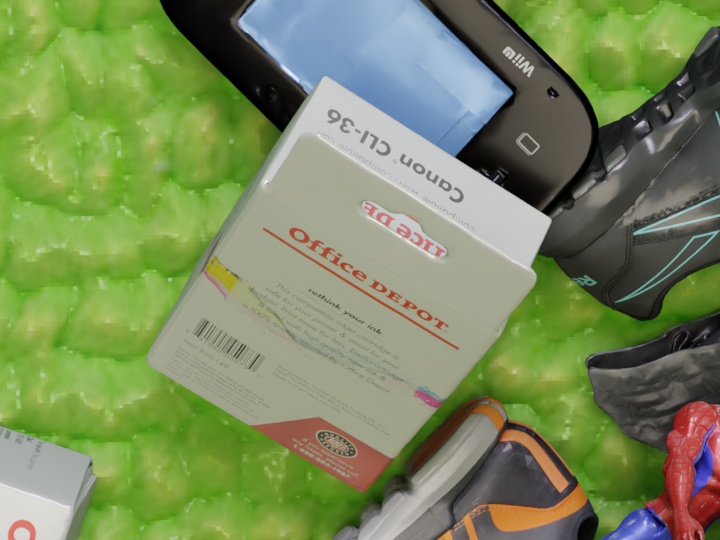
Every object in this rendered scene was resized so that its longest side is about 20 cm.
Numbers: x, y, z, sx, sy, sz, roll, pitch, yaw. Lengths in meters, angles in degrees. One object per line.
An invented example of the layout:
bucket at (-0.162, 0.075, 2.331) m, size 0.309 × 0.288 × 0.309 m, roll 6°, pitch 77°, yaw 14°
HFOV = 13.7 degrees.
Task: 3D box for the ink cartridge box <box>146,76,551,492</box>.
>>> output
ink cartridge box at (0.000, 0.000, 1.246) m, size 0.116 × 0.200 × 0.068 m, roll 31°, pitch 55°, yaw -5°

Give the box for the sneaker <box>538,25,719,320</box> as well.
sneaker at (0.164, -0.059, 1.299) m, size 0.200 × 0.076 × 0.079 m, roll -39°, pitch 107°, yaw 16°

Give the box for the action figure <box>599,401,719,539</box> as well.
action figure at (0.130, 0.131, 1.258) m, size 0.200 × 0.099 × 0.065 m, roll -50°, pitch 122°, yaw 0°

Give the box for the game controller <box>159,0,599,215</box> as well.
game controller at (0.007, -0.092, 1.285) m, size 0.200 × 0.042 × 0.104 m, roll 44°, pitch 110°, yaw 3°

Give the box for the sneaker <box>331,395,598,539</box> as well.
sneaker at (0.027, 0.162, 1.329) m, size 0.112 × 0.078 × 0.200 m, roll 44°, pitch 98°, yaw -5°

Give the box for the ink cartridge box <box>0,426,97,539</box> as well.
ink cartridge box at (-0.233, 0.128, 1.323) m, size 0.199 × 0.084 × 0.146 m, roll 19°, pitch 100°, yaw -3°

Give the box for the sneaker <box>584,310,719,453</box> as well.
sneaker at (0.207, 0.039, 1.313) m, size 0.199 × 0.060 × 0.105 m, roll -28°, pitch 103°, yaw 9°
